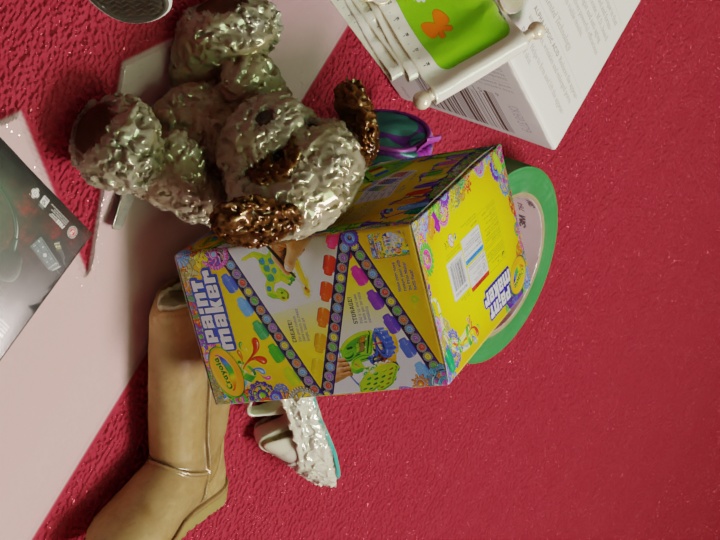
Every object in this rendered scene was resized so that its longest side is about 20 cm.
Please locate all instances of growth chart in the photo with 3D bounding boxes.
[{"bbox_3d":[0.034,-0.217,1.297,0.145,0.200,0.018,-42,-178,-23],"label":"growth chart"}]

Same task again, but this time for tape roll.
[{"bbox_3d":[0.121,-0.011,1.713,0.200,0.048,0.201,-36,137,-42],"label":"tape roll"}]

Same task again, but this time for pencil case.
[{"bbox_3d":[0.013,-0.031,1.487,0.085,0.092,0.201,-26,129,-48],"label":"pencil case"}]

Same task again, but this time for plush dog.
[{"bbox_3d":[-0.079,-0.076,1.233,0.200,0.171,0.161,-48,144,-31],"label":"plush dog"}]

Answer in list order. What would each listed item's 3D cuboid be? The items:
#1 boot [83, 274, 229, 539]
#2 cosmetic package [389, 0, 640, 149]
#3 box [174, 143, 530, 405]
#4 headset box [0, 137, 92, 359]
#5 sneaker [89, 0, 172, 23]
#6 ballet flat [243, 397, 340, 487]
[{"bbox_3d":[-0.153,0.114,1.350,0.175,0.066,0.201,-42,143,-57],"label":"boot"},{"bbox_3d":[0.119,-0.241,1.450,0.201,0.164,0.165,-60,148,-14],"label":"cosmetic package"},{"bbox_3d":[0.000,0.000,1.322,0.200,0.192,0.123,-42,121,-59],"label":"box"},{"bbox_3d":[-0.276,0.006,1.036,0.200,0.077,0.149,-57,132,-21],"label":"headset box"},{"bbox_3d":[-0.184,-0.239,1.088,0.200,0.072,0.085,46,39,-51],"label":"sneaker"},{"bbox_3d":[-0.066,0.115,1.498,0.072,0.072,0.201,-45,141,-33],"label":"ballet flat"}]
